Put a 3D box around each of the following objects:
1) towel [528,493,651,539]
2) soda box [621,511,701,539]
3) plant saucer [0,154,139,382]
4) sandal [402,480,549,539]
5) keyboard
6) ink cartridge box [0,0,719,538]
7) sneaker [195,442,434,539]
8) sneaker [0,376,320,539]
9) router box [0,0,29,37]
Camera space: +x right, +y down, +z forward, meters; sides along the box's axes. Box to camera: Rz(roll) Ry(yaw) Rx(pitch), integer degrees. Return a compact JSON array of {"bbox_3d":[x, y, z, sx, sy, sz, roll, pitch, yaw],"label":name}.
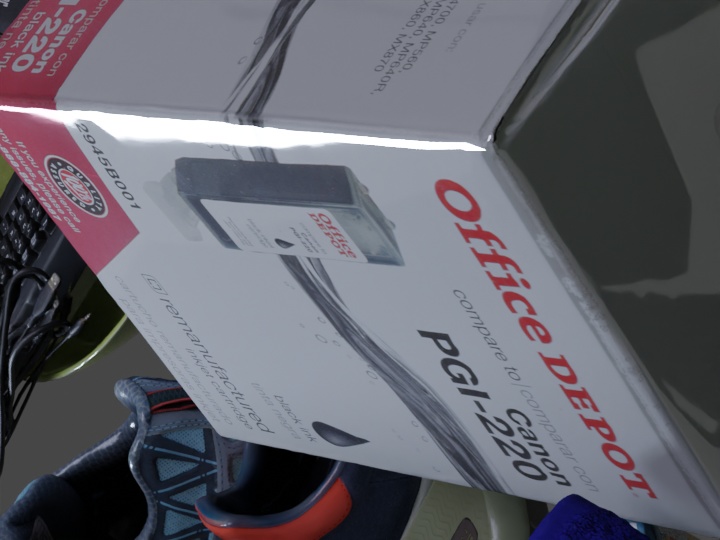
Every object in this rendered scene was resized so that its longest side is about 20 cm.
[{"bbox_3d":[0.084,0.164,0.624,0.200,0.050,0.148,34,111,27],"label":"towel"},{"bbox_3d":[0.013,0.128,0.745,0.200,0.068,0.064,-22,60,28],"label":"soda box"},{"bbox_3d":[-0.099,-0.052,1.080,0.200,0.031,0.200,-27,56,50],"label":"plant saucer"},{"bbox_3d":[-0.004,0.140,0.832,0.080,0.057,0.201,44,119,54],"label":"sandal"},{"bbox_3d":[-0.141,0.002,1.060,0.200,0.040,0.104,-59,36,28],"label":"keyboard"},{"bbox_3d":[0.015,-0.017,0.704,0.200,0.146,0.085,6,51,45],"label":"ink cartridge box"},{"bbox_3d":[0.000,0.000,0.856,0.075,0.084,0.200,7,84,58],"label":"sneaker"},{"bbox_3d":[-0.091,0.102,0.949,0.200,0.095,0.079,-56,37,29],"label":"sneaker"},{"bbox_3d":[-0.068,-0.167,0.921,0.150,0.062,0.200,-72,1,-83],"label":"router box"}]
